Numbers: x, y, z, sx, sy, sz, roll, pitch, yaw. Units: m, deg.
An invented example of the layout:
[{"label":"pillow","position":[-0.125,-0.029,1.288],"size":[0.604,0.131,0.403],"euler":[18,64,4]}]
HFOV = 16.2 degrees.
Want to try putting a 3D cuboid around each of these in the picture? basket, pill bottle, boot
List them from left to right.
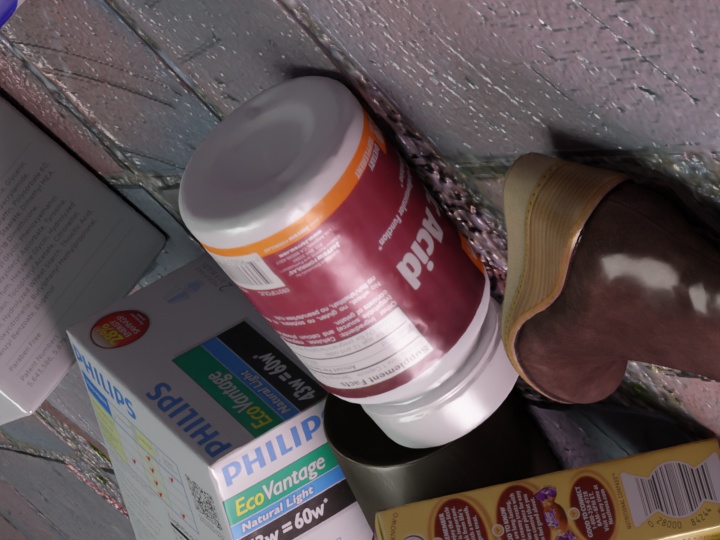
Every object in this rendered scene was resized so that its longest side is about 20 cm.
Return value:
[{"label":"pill bottle","position":[0.000,0.000,1.388],"size":[0.114,0.114,0.200],"euler":[15,151,51]},{"label":"basket","position":[0.064,0.140,1.579],"size":[0.180,0.136,0.200],"euler":[54,174,51]},{"label":"boot","position":[0.150,0.036,1.253],"size":[0.166,0.072,0.200],"euler":[30,157,30]}]

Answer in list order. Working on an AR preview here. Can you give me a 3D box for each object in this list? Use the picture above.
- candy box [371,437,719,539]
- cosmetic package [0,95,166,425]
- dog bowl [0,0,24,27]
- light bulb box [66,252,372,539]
[{"label":"candy box","position":[0.107,0.155,1.447],"size":[0.117,0.199,0.057],"euler":[97,159,-69]},{"label":"cosmetic package","position":[-0.278,-0.014,1.799],"size":[0.200,0.165,0.165],"euler":[41,161,-11]},{"label":"dog bowl","position":[-0.292,-0.207,1.503],"size":[0.200,0.079,0.200],"euler":[34,161,13]},{"label":"light bulb box","position":[-0.078,0.128,1.695],"size":[0.198,0.125,0.201],"euler":[38,149,46]}]
